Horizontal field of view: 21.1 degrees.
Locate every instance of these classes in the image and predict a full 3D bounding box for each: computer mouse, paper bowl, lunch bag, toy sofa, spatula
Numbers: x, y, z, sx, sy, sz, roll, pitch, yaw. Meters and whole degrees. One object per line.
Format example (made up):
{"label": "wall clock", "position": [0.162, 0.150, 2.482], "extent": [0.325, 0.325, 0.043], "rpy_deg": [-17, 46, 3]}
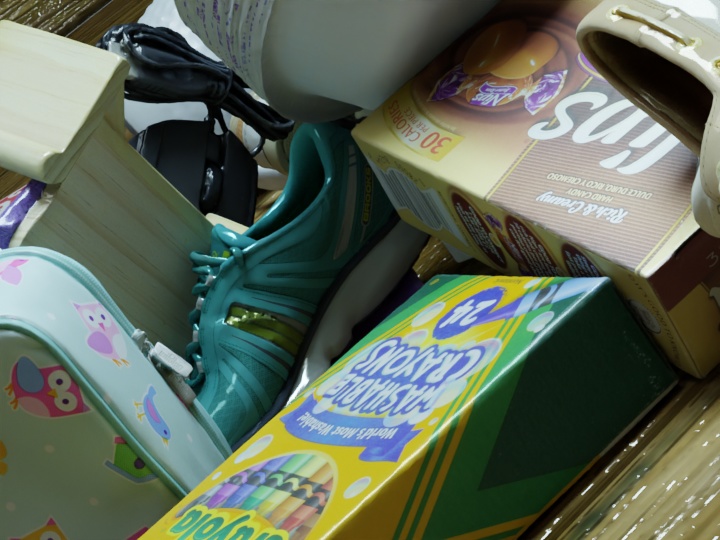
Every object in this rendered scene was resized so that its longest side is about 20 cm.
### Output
{"label": "computer mouse", "position": [-0.100, -0.021, 1.011], "extent": [0.053, 0.138, 0.200], "rpy_deg": [26, 99, 46]}
{"label": "paper bowl", "position": [0.024, -0.148, 0.825], "extent": [0.201, 0.104, 0.201], "rpy_deg": [-39, -21, -18]}
{"label": "lunch bag", "position": [-0.155, 0.086, 0.777], "extent": [0.200, 0.160, 0.077], "rpy_deg": [-30, 17, 20]}
{"label": "toy sofa", "position": [-0.111, -0.018, 0.892], "extent": [0.083, 0.200, 0.098], "rpy_deg": [22, 75, 37]}
{"label": "spatula", "position": [0.000, 0.000, 0.959], "extent": [0.057, 0.021, 0.200], "rpy_deg": [-39, 15, 7]}

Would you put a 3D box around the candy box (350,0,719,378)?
{"label": "candy box", "position": [0.097, -0.045, 0.733], "extent": [0.117, 0.056, 0.200], "rpy_deg": [-41, 32, -12]}

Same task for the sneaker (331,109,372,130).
{"label": "sneaker", "position": [0.004, -0.096, 1.044], "extent": [0.088, 0.076, 0.200], "rpy_deg": [-63, -21, 9]}

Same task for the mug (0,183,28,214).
{"label": "mug", "position": [-0.214, 0.011, 1.123], "extent": [0.200, 0.133, 0.178], "rpy_deg": [-38, 60, -23]}

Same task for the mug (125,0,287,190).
{"label": "mug", "position": [-0.064, -0.127, 1.273], "extent": [0.175, 0.148, 0.200], "rpy_deg": [-42, 47, -4]}

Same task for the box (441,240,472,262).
{"label": "box", "position": [0.111, -0.104, 0.884], "extent": [0.156, 0.041, 0.200], "rpy_deg": [-20, 34, 24]}

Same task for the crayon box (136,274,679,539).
{"label": "crayon box", "position": [0.000, 0.080, 0.677], "extent": [0.200, 0.052, 0.126], "rpy_deg": [-42, 17, -20]}

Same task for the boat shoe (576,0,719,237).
{"label": "boat shoe", "position": [0.133, -0.033, 0.598], "extent": [0.069, 0.074, 0.200], "rpy_deg": [-32, 43, -1]}

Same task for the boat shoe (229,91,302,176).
{"label": "boat shoe", "position": [0.007, -0.128, 1.167], "extent": [0.200, 0.075, 0.068], "rpy_deg": [-33, 34, -25]}

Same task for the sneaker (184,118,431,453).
{"label": "sneaker", "position": [-0.051, 0.019, 0.875], "extent": [0.078, 0.080, 0.200], "rpy_deg": [4, 56, 57]}
